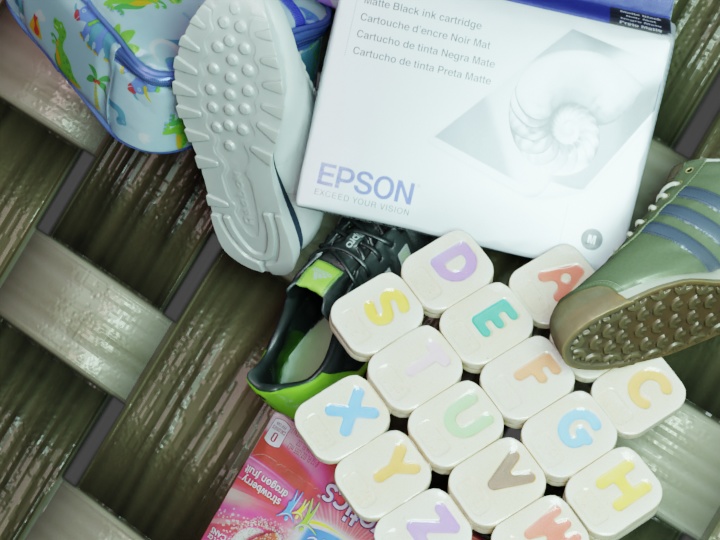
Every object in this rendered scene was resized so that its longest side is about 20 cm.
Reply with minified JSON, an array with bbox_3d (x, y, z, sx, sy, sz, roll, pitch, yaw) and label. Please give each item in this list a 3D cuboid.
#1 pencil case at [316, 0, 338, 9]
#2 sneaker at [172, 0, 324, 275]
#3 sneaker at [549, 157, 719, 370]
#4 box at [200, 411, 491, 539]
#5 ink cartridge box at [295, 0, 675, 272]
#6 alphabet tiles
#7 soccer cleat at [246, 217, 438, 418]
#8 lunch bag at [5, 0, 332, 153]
[{"bbox_3d":[-0.010,-0.205,1.236,0.199,0.086,0.085,22,80,-1],"label":"pencil case"},{"bbox_3d":[-0.057,-0.095,1.206,0.076,0.201,0.081,21,48,24],"label":"sneaker"},{"bbox_3d":[0.185,-0.016,1.120,0.199,0.067,0.090,-20,54,-10],"label":"sneaker"},{"bbox_3d":[0.018,0.176,1.148,0.199,0.095,0.100,30,88,29],"label":"box"},{"bbox_3d":[0.077,-0.113,1.173,0.198,0.041,0.202,12,91,2],"label":"ink cartridge box"},{"bbox_3d":[0.072,0.074,1.104,0.195,0.015,0.201,-30,66,-15],"label":"alphabet tiles"},{"bbox_3d":[0.000,0.000,1.216,0.067,0.081,0.201,28,88,29],"label":"soccer cleat"},{"bbox_3d":[-0.123,-0.172,1.285,0.200,0.160,0.083,48,142,32],"label":"lunch bag"}]
